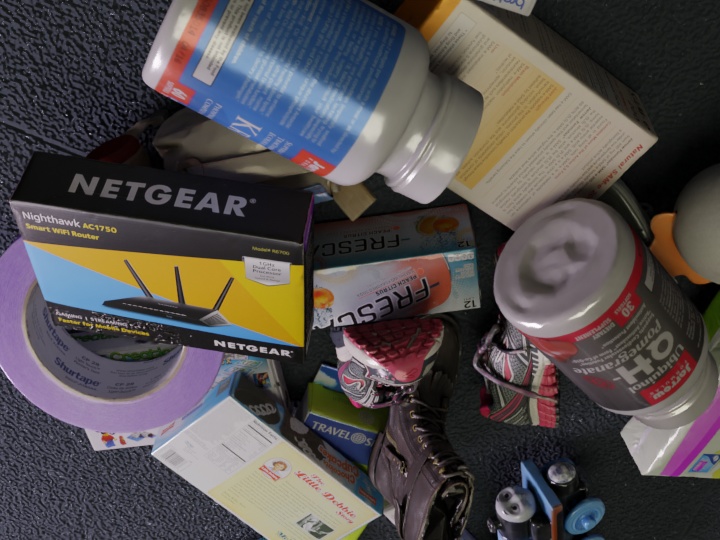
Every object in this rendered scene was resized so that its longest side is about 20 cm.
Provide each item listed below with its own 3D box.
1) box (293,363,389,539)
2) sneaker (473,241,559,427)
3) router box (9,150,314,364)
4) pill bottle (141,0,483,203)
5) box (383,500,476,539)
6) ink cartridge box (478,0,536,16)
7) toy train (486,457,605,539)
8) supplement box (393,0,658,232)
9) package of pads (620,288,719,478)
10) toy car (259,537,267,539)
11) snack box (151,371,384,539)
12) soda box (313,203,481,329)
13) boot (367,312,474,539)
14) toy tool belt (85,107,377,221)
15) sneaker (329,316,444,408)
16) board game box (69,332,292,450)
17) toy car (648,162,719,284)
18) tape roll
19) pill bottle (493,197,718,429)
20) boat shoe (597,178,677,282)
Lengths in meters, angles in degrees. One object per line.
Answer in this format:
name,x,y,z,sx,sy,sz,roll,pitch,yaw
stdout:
box,-0.023,0.191,0.992,0.121,0.048,0.201,18,126,-14
sneaker,0.135,0.064,0.867,0.074,0.081,0.202,-1,126,13
router box,-0.133,-0.005,0.709,0.198,0.051,0.150,8,143,3
pill bottle,-0.026,-0.122,0.622,0.199,0.113,0.113,26,123,-14
box,0.092,0.295,1.077,0.041,0.039,0.200,-28,123,21
ink cartridge box,0.021,-0.230,0.639,0.198,0.094,0.044,14,127,-11
toy train,0.188,0.282,1.023,0.113,0.087,0.201,-20,129,-12
supplement box,0.102,-0.122,0.735,0.199,0.074,0.126,31,122,-22
package of pads,0.355,0.108,0.902,0.153,0.069,0.201,7,129,-21
toy car,-0.125,0.430,1.067,0.184,0.201,0.177,-34,121,23
snack box,-0.085,0.192,0.940,0.116,0.037,0.200,-36,114,27
soda box,0.000,0.000,0.830,0.198,0.069,0.064,-8,127,4
boot,0.065,0.148,0.852,0.069,0.174,0.202,11,99,-13
toy tool belt,-0.097,-0.065,0.749,0.198,0.125,0.124,-18,117,14
sneaker,0.024,0.079,0.816,0.080,0.200,0.076,-7,88,-8
board game box,-0.172,0.106,0.932,0.198,0.035,0.127,-7,126,5
toy car,0.318,-0.034,0.750,0.199,0.185,0.177,-27,125,34
tape roll,-0.207,0.035,0.833,0.198,0.066,0.202,0,115,1
pill bottle,0.198,0.043,0.760,0.110,0.111,0.200,-32,130,22
boat shoe,0.229,-0.004,0.842,0.074,0.065,0.203,-16,122,32
